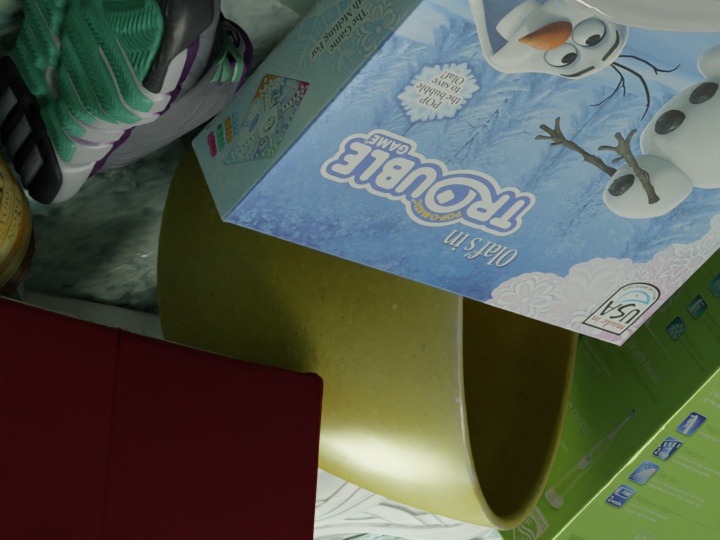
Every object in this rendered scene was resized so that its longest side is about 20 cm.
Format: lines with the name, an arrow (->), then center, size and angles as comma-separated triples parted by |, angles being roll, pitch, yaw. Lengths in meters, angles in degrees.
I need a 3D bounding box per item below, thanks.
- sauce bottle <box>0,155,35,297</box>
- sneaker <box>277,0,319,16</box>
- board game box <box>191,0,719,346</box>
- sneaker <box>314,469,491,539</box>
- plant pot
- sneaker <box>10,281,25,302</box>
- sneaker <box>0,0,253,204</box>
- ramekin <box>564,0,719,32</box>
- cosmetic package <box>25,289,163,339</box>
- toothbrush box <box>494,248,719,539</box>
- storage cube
sauce bottle -> -0.165, -0.042, 1.044 | 0.066, 0.066, 0.200 | -19, 159, 2
sneaker -> 0.057, -0.147, 1.018 | 0.199, 0.081, 0.147 | 13, 126, -31
board game box -> 0.079, -0.071, 1.018 | 0.200, 0.043, 0.199 | 17, 128, -40
sneaker -> 0.006, 0.080, 1.375 | 0.199, 0.078, 0.099 | -17, 147, 0
plant pot -> 0.000, 0.000, 1.212 | 0.141, 0.201, 0.200 | 3, 167, 17
sneaker -> -0.234, 0.031, 1.220 | 0.199, 0.079, 0.077 | -20, 152, 0
sneaker -> -0.071, -0.088, 1.065 | 0.087, 0.075, 0.200 | -22, 175, -24
ramekin -> 0.101, -0.174, 0.823 | 0.202, 0.094, 0.203 | -13, 130, -16
cosmetic package -> -0.151, 0.065, 1.390 | 0.101, 0.074, 0.200 | -30, 160, 27
toothbrush box -> 0.159, 0.053, 1.322 | 0.200, 0.086, 0.145 | -47, 140, 18
storage cube -> -0.125, 0.130, 1.125 | 0.170, 0.180, 0.200 | 14, 151, -20
